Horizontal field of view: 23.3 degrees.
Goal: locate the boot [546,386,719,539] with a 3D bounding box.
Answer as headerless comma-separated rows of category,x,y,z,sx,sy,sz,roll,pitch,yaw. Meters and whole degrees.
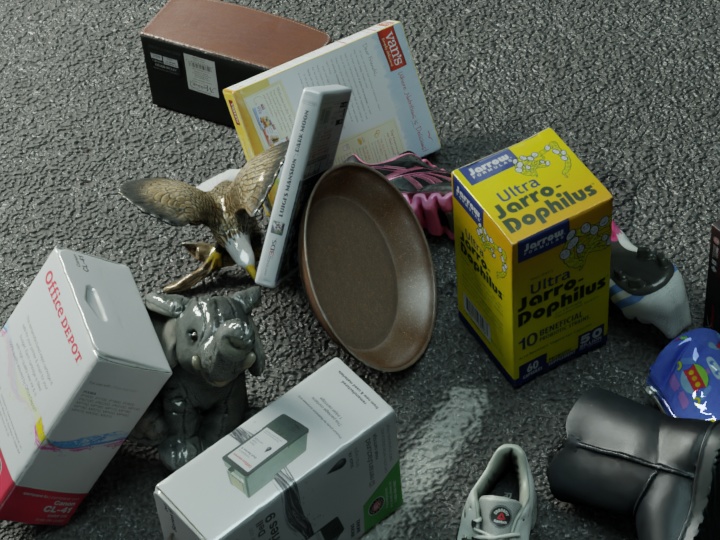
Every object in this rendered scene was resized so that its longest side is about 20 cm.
boot,0.233,0.208,1.486,0.167,0.076,0.202,9,80,44

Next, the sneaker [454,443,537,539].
sneaker,0.108,0.235,1.469,0.073,0.089,0.201,5,50,9

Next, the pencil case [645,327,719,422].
pencil case,0.321,0.143,1.533,0.086,0.078,0.201,-23,50,-3

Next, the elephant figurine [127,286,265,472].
elephant figurine,-0.133,0.070,1.552,0.155,0.201,0.141,31,39,23

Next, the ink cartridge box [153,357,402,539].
ink cartridge box,-0.066,0.193,1.484,0.199,0.147,0.084,-35,55,-22

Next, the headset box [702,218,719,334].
headset box,0.406,0.045,1.566,0.075,0.149,0.200,-32,53,-20

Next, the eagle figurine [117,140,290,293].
eagle figurine,-0.131,-0.059,1.667,0.150,0.200,0.152,28,69,22

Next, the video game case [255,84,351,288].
video game case,-0.052,-0.085,1.651,0.023,0.184,0.200,15,8,5

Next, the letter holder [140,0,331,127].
letter holder,-0.116,-0.238,1.907,0.198,0.101,0.143,18,50,20

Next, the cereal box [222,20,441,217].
cereal box,-0.027,-0.156,1.797,0.199,0.145,0.039,-24,18,-17

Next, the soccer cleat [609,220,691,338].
soccer cleat,0.248,0.007,1.678,0.070,0.087,0.200,-34,29,-7

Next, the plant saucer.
plant saucer,0.000,0.000,1.643,0.036,0.201,0.201,-17,39,36

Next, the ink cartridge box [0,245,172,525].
ink cartridge box,-0.267,0.105,1.547,0.085,0.200,0.148,17,32,-40

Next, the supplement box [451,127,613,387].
supplement box,0.158,-0.010,1.605,0.108,0.201,0.110,-25,50,-16

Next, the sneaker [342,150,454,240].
sneaker,0.066,-0.084,1.757,0.198,0.079,0.096,1,56,5
